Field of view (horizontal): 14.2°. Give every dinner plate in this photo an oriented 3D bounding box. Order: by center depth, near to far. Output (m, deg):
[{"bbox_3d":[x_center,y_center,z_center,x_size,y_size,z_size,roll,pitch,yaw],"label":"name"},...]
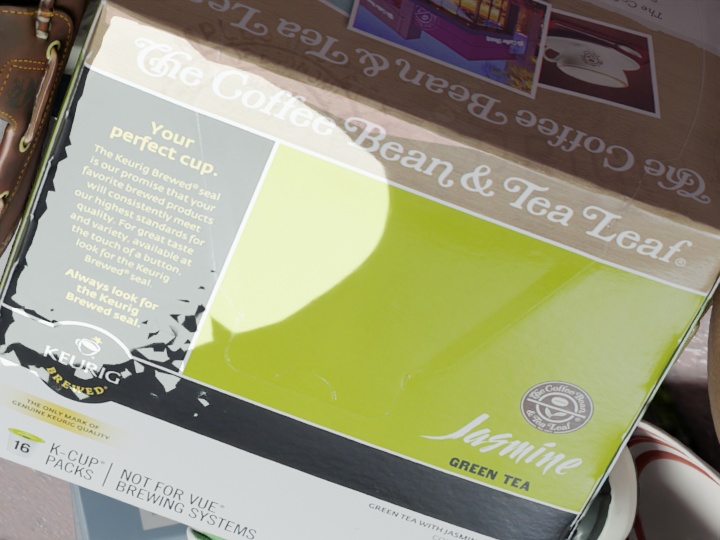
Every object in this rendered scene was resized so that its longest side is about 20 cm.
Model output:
[{"bbox_3d":[0.156,0.141,1.175,0.200,0.024,0.201,51,162,23],"label":"dinner plate"}]

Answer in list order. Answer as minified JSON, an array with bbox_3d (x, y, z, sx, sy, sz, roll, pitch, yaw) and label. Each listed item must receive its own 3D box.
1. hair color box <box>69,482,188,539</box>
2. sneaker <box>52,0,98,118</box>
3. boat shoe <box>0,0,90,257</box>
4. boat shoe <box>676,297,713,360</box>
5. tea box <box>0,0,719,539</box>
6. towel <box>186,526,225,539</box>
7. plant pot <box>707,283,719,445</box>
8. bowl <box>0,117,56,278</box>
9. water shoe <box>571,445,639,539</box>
[{"bbox_3d":[-0.079,0.130,1.317,0.098,0.061,0.200,-10,156,-8],"label":"hair color box"},{"bbox_3d":[-0.061,-0.081,1.082,0.199,0.075,0.085,16,164,18],"label":"sneaker"},{"bbox_3d":[-0.129,-0.069,0.935,0.070,0.070,0.201,16,126,6],"label":"boat shoe"},{"bbox_3d":[0.096,0.007,1.051,0.075,0.074,0.200,27,148,8],"label":"boat shoe"},{"bbox_3d":[-0.002,-0.018,0.918,0.199,0.134,0.197,21,132,-7],"label":"tea box"},{"bbox_3d":[0.026,0.139,1.224,0.151,0.024,0.200,6,169,21],"label":"towel"},{"bbox_3d":[0.186,0.027,0.929,0.186,0.188,0.200,32,164,0],"label":"plant pot"},{"bbox_3d":[-0.188,-0.056,1.096,0.201,0.090,0.201,50,-173,-8],"label":"bowl"},{"bbox_3d":[0.026,0.086,1.197,0.079,0.072,0.199,6,170,-39],"label":"water shoe"}]
